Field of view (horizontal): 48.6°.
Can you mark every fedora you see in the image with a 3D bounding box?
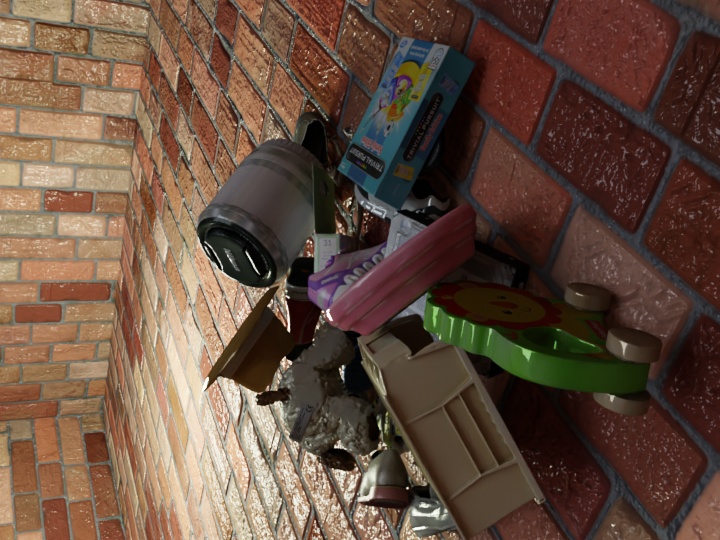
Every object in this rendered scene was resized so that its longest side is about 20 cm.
[{"bbox_3d":[-0.149,0.116,1.157,0.203,0.081,0.201,-55,4,5],"label":"fedora"}]

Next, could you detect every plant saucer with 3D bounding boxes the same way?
[{"bbox_3d":[0.052,0.007,0.868,0.051,0.199,0.200,53,145,5],"label":"plant saucer"}]

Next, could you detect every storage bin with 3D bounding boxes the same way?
[{"bbox_3d":[0.084,0.154,0.862,0.202,0.092,0.200,61,176,-6],"label":"storage bin"}]

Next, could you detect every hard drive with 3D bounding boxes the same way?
[{"bbox_3d":[0.105,0.023,0.978,0.198,0.037,0.143,31,118,40],"label":"hard drive"}]

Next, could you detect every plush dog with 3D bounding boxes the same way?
[{"bbox_3d":[-0.066,0.201,1.149,0.173,0.157,0.203,90,162,-57],"label":"plush dog"}]

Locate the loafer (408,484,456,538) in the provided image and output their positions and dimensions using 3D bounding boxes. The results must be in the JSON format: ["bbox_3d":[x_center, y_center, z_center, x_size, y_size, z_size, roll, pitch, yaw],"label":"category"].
[{"bbox_3d":[0.111,0.285,0.993,0.200,0.068,0.071,-43,61,56],"label":"loafer"}]

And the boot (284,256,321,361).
[{"bbox_3d":[-0.089,0.065,1.290,0.200,0.070,0.148,-68,-16,-71],"label":"boot"}]

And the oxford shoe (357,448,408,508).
[{"bbox_3d":[0.037,0.293,1.123,0.200,0.068,0.077,115,160,-70],"label":"oxford shoe"}]

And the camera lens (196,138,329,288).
[{"bbox_3d":[-0.151,-0.088,1.261,0.202,0.159,0.160,-58,9,-34],"label":"camera lens"}]

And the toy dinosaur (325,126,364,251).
[{"bbox_3d":[-0.006,-0.142,1.210,0.057,0.101,0.205,-12,68,21],"label":"toy dinosaur"}]

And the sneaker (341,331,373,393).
[{"bbox_3d":[0.010,0.084,1.205,0.078,0.068,0.204,-113,33,-60],"label":"sneaker"}]

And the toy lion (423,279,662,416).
[{"bbox_3d":[0.154,0.056,0.745,0.200,0.186,0.071,-101,18,-73],"label":"toy lion"}]

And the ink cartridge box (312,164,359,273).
[{"bbox_3d":[-0.037,-0.051,1.226,0.145,0.047,0.206,5,-93,-79],"label":"ink cartridge box"}]

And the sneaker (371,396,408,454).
[{"bbox_3d":[0.073,0.177,1.081,0.077,0.074,0.202,59,150,28],"label":"sneaker"}]

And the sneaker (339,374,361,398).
[{"bbox_3d":[-0.041,0.186,1.267,0.199,0.069,0.111,17,123,65],"label":"sneaker"}]

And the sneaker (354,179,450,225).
[{"bbox_3d":[0.061,-0.100,1.102,0.200,0.072,0.082,41,122,46],"label":"sneaker"}]

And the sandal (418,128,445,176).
[{"bbox_3d":[0.080,-0.162,1.085,0.077,0.044,0.200,-66,17,-1],"label":"sandal"}]

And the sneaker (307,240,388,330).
[{"bbox_3d":[0.000,0.000,1.078,0.087,0.199,0.082,21,127,29],"label":"sneaker"}]

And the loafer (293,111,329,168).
[{"bbox_3d":[-0.093,-0.174,1.380,0.070,0.073,0.206,-157,69,-77],"label":"loafer"}]

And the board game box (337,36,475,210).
[{"bbox_3d":[0.054,-0.197,1.042,0.203,0.046,0.151,-62,26,8],"label":"board game box"}]
